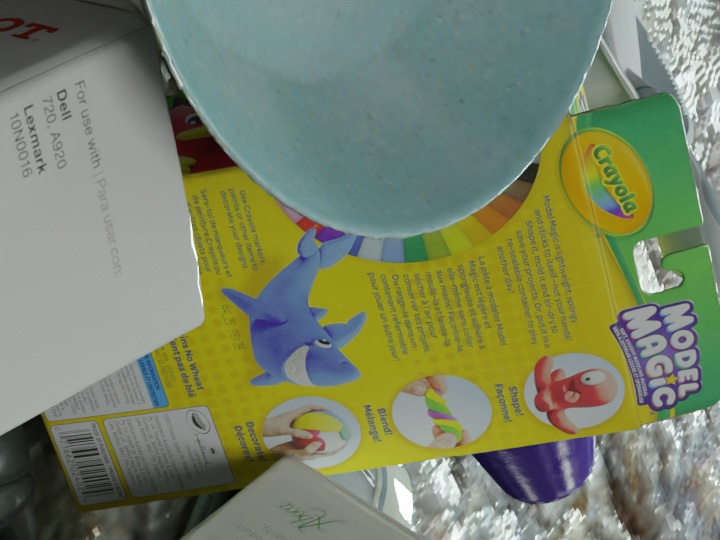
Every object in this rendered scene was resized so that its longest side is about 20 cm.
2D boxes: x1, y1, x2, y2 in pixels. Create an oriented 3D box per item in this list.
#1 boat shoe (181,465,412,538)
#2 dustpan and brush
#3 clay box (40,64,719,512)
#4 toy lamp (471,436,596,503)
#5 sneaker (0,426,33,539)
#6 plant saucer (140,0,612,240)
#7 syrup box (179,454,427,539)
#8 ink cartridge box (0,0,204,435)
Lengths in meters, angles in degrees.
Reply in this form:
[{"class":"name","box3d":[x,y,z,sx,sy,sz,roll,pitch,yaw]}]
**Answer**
[{"class":"boat shoe","box3d":[-0.052,0.137,0.889,0.071,0.070,0.202,27,82,-39]},{"class":"dustpan and brush","box3d":[0.074,-0.062,0.847,0.140,0.057,0.201,43,32,-48]},{"class":"clay box","box3d":[0.000,0.000,0.793,0.048,0.199,0.115,-88,165,-52]},{"class":"toy lamp","box3d":[0.037,-0.001,0.928,0.058,0.058,0.201,-44,131,-26]},{"class":"sneaker","box3d":[-0.143,0.082,0.701,0.200,0.076,0.091,-38,118,-48]},{"class":"plant saucer","box3d":[-0.003,-0.109,0.680,0.200,0.039,0.203,-7,99,-50]},{"class":"syrup box","box3d":[-0.056,0.143,0.747,0.200,0.081,0.079,-36,146,-41]},{"class":"ink cartridge box","box3d":[-0.156,0.002,0.643,0.199,0.146,0.085,-28,120,-36]}]
